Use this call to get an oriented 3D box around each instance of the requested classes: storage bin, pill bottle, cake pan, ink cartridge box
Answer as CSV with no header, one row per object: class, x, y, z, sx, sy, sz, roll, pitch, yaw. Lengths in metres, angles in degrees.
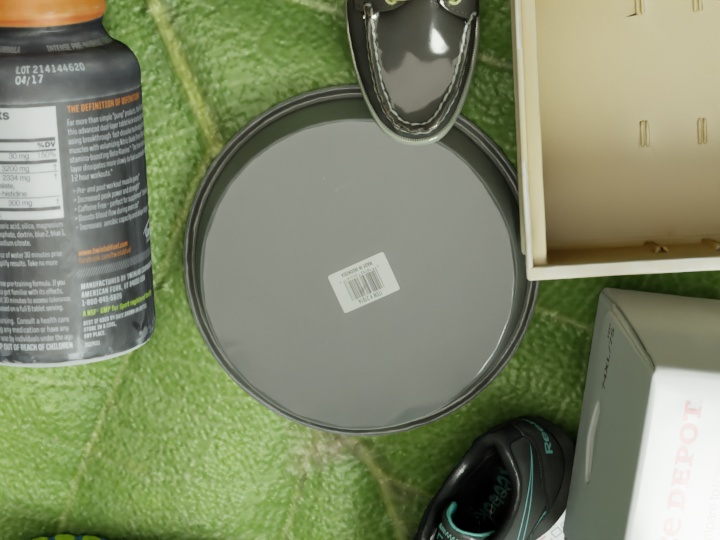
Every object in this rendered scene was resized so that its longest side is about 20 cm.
storage bin,0.178,-0.103,0.951,0.199,0.094,0.199,-3,95,3
pill bottle,-0.165,-0.058,0.989,0.106,0.106,0.201,-1,103,3
cake pan,0.000,0.000,1.030,0.199,0.037,0.201,0,104,2
ink cartridge box,0.219,0.105,0.961,0.199,0.146,0.147,6,104,-5

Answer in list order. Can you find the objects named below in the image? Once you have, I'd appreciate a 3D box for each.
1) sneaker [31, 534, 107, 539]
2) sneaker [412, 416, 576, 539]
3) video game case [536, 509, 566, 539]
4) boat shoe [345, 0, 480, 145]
sneaker,-0.110,0.204,1.072,0.199,0.071,0.083,8,109,6
sneaker,0.045,0.166,1.031,0.075,0.079,0.201,28,93,25
video game case,0.164,0.205,1.080,0.182,0.023,0.200,-41,99,11
boat shoe,0.029,-0.165,0.962,0.071,0.061,0.202,1,93,-1
